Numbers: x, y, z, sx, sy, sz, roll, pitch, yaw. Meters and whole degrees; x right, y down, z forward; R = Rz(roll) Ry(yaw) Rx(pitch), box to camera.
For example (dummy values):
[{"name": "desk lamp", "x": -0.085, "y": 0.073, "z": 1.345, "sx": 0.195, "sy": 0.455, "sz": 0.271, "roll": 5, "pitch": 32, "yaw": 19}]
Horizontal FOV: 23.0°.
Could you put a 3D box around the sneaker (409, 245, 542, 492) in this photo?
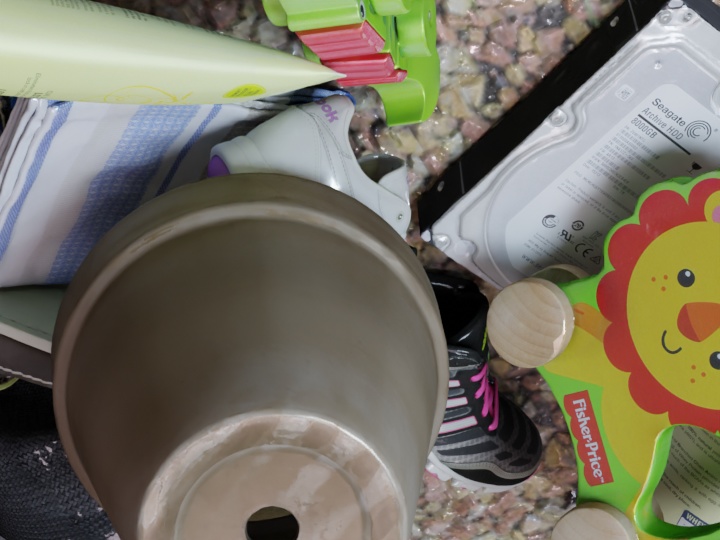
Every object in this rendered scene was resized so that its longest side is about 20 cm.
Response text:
[{"name": "sneaker", "x": 0.053, "y": 0.056, "z": 1.033, "sx": 0.087, "sy": 0.074, "sz": 0.200, "roll": -31, "pitch": 120, "yaw": 29}]

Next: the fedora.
[{"name": "fedora", "x": -0.160, "y": 0.092, "z": 0.975, "sx": 0.199, "sy": 0.202, "sz": 0.092, "roll": -20, "pitch": 134, "yaw": 14}]

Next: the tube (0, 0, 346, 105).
[{"name": "tube", "x": -0.109, "y": -0.096, "z": 0.804, "sx": 0.198, "sy": 0.058, "sz": 0.052, "roll": 5, "pitch": 127, "yaw": -31}]

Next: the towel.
[{"name": "towel", "x": -0.107, "y": -0.042, "z": 0.918, "sx": 0.198, "sy": 0.024, "sz": 0.147, "roll": -3, "pitch": 139, "yaw": -40}]

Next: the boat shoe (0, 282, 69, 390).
[{"name": "boat shoe", "x": -0.208, "y": 0.029, "z": 0.948, "sx": 0.200, "sy": 0.071, "sz": 0.061, "roll": 21, "pitch": 109, "yaw": 27}]

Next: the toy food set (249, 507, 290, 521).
[{"name": "toy food set", "x": -0.075, "y": 0.158, "z": 1.044, "sx": 0.195, "sy": 0.200, "sz": 0.049, "roll": -2, "pitch": 108, "yaw": -5}]

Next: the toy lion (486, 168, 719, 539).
[{"name": "toy lion", "x": 0.174, "y": 0.054, "z": 0.923, "sx": 0.190, "sy": 0.068, "sz": 0.202, "roll": -15, "pitch": 91, "yaw": 30}]

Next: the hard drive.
[{"name": "hard drive", "x": 0.145, "y": -0.055, "z": 0.969, "sx": 0.139, "sy": 0.038, "sz": 0.200, "roll": 32, "pitch": 121, "yaw": -27}]

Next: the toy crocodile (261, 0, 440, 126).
[{"name": "toy crocodile", "x": -0.003, "y": -0.117, "z": 0.843, "sx": 0.067, "sy": 0.063, "sz": 0.200, "roll": -4, "pitch": 172, "yaw": 12}]

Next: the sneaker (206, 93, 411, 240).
[{"name": "sneaker", "x": 0.000, "y": 0.000, "z": 0.929, "sx": 0.099, "sy": 0.075, "sz": 0.201, "roll": -34, "pitch": 123, "yaw": -12}]

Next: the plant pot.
[{"name": "plant pot", "x": -0.048, "y": 0.077, "z": 0.815, "sx": 0.197, "sy": 0.174, "sz": 0.202, "roll": -2, "pitch": 113, "yaw": -5}]

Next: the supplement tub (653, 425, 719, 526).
[{"name": "supplement tub", "x": 0.232, "y": 0.087, "z": 1.021, "sx": 0.143, "sy": 0.146, "sz": 0.201, "roll": 10, "pitch": 130, "yaw": -11}]

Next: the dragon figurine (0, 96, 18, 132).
[{"name": "dragon figurine", "x": -0.178, "y": -0.099, "z": 0.875, "sx": 0.058, "sy": 0.100, "sz": 0.201, "roll": 3, "pitch": 130, "yaw": -5}]
